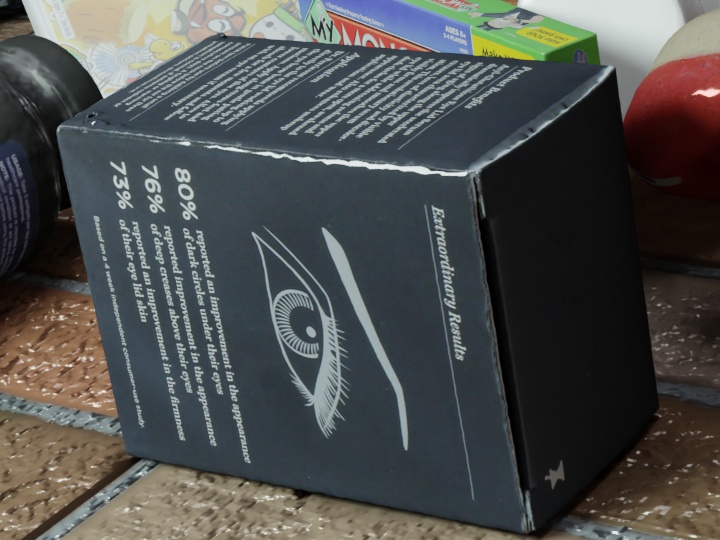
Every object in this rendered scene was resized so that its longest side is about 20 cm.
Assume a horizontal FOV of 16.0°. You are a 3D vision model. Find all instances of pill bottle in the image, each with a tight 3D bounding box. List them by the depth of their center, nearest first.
[{"bbox_3d":[0.136,-0.106,1.138,0.109,0.110,0.200,1,7,24],"label":"pill bottle"},{"bbox_3d":[-0.210,-0.034,1.181,0.111,0.112,0.200,10,31,38],"label":"pill bottle"}]

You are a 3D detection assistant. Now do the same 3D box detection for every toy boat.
[{"bbox_3d":[0.189,-0.014,0.980,0.199,0.131,0.131,26,-7,18],"label":"toy boat"}]

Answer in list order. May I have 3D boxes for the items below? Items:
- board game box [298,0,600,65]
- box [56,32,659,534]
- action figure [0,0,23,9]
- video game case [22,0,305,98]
[{"bbox_3d":[0.041,-0.055,1.098,0.029,0.135,0.200,-22,26,-24],"label":"board game box"},{"bbox_3d":[0.000,0.000,0.981,0.199,0.149,0.104,9,30,34],"label":"box"},{"bbox_3d":[-0.220,-0.208,1.552,0.199,0.105,0.193,-13,-4,-16],"label":"action figure"},{"bbox_3d":[-0.093,-0.159,1.407,0.181,0.023,0.201,-16,53,-13],"label":"video game case"}]
